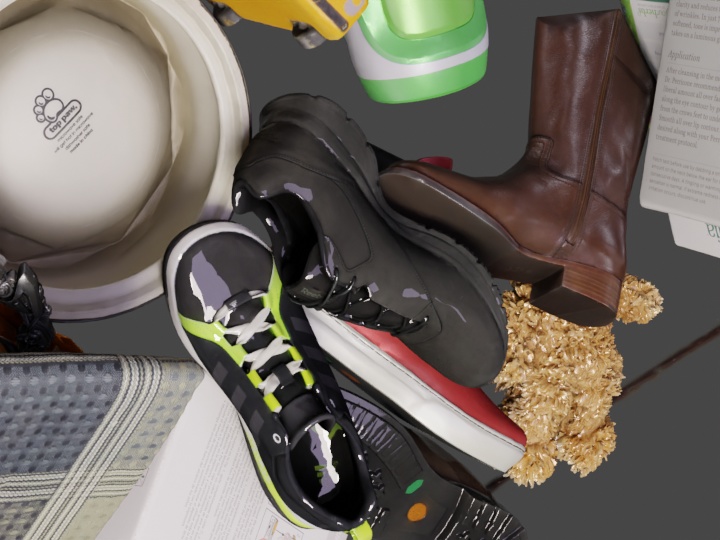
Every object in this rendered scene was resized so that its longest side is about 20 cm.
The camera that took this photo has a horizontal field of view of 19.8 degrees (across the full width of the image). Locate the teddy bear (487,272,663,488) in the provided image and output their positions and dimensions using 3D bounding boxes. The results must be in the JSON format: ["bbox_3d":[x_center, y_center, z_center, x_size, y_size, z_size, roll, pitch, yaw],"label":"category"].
[{"bbox_3d":[0.132,0.042,1.317,0.144,0.067,0.202,12,96,-32],"label":"teddy bear"}]

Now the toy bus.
[{"bbox_3d":[-0.053,-0.175,1.095,0.078,0.200,0.065,-50,118,-8],"label":"toy bus"}]

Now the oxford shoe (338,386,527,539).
[{"bbox_3d":[0.011,0.122,1.262,0.073,0.084,0.200,-47,122,5],"label":"oxford shoe"}]

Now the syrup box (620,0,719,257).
[{"bbox_3d":[0.235,-0.112,1.330,0.081,0.079,0.202,-23,111,-23],"label":"syrup box"}]

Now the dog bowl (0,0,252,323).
[{"bbox_3d":[-0.163,-0.077,1.132,0.198,0.074,0.202,-6,104,-26],"label":"dog bowl"}]

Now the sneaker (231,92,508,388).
[{"bbox_3d":[0.000,0.000,1.146,0.200,0.076,0.091,45,46,-12],"label":"sneaker"}]

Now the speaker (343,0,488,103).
[{"bbox_3d":[0.019,-0.203,1.194,0.088,0.088,0.202,-20,110,-22],"label":"speaker"}]

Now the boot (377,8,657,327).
[{"bbox_3d":[0.099,-0.089,1.243,0.186,0.064,0.202,30,59,-29],"label":"boot"}]

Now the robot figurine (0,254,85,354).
[{"bbox_3d":[-0.208,0.044,1.085,0.200,0.144,0.059,54,44,-45],"label":"robot figurine"}]

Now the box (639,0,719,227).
[{"bbox_3d":[0.269,-0.124,1.238,0.151,0.106,0.202,4,98,-30],"label":"box"}]

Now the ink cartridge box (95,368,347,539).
[{"bbox_3d":[-0.092,0.183,1.206,0.176,0.044,0.201,43,58,-45],"label":"ink cartridge box"}]

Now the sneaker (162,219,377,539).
[{"bbox_3d":[-0.038,0.061,1.138,0.071,0.083,0.201,-33,110,-18],"label":"sneaker"}]

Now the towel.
[{"bbox_3d":[-0.199,0.104,1.044,0.191,0.035,0.200,1,138,-40],"label":"towel"}]

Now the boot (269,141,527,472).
[{"bbox_3d":[0.047,0.016,1.245,0.200,0.072,0.145,38,80,-10],"label":"boot"}]
